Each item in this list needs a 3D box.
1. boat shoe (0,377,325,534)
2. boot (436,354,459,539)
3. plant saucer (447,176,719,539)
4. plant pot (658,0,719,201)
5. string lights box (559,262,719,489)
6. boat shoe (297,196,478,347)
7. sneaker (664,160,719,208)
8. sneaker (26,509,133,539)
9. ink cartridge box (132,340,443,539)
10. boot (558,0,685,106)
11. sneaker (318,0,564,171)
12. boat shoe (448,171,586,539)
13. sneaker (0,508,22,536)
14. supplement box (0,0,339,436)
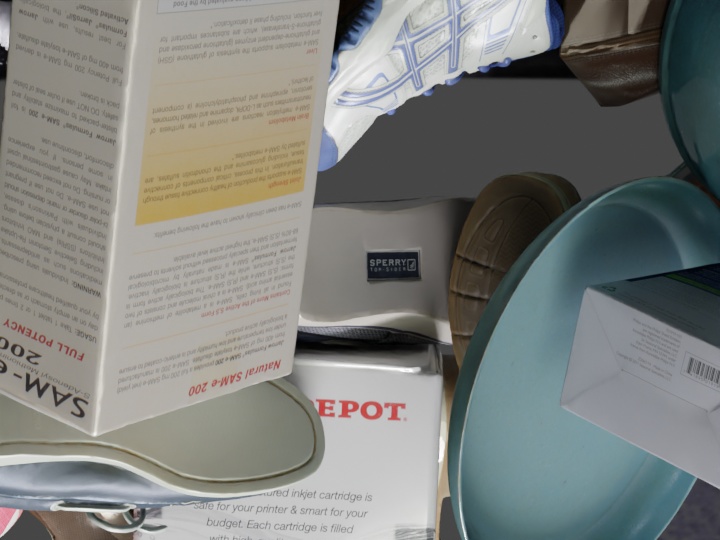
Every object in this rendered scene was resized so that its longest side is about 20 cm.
[{"bbox_3d":[-0.115,0.078,0.943,0.198,0.075,0.062,0,151,-23],"label":"boat shoe"},{"bbox_3d":[-0.005,0.130,1.133,0.106,0.075,0.202,-1,123,-11],"label":"boot"},{"bbox_3d":[0.103,0.052,0.946,0.199,0.027,0.202,-22,123,-39],"label":"plant saucer"},{"bbox_3d":[0.245,-0.056,0.875,0.198,0.188,0.202,-5,122,-8],"label":"plant pot"},{"bbox_3d":[0.193,0.039,0.938,0.199,0.102,0.060,-8,116,-45],"label":"string lights box"},{"bbox_3d":[0.000,0.000,1.024,0.092,0.076,0.199,-3,172,44],"label":"boat shoe"},{"bbox_3d":[0.144,0.009,1.062,0.071,0.080,0.201,21,121,-9],"label":"sneaker"},{"bbox_3d":[-0.122,0.153,1.132,0.075,0.071,0.201,-12,130,19],"label":"sneaker"},{"bbox_3d":[-0.036,0.134,1.032,0.144,0.084,0.202,3,98,1],"label":"ink cartridge box"},{"bbox_3d":[0.186,-0.096,0.982,0.198,0.064,0.188,-16,121,-6],"label":"boot"},{"bbox_3d":[0.041,-0.106,0.912,0.088,0.076,0.200,32,119,-15],"label":"sneaker"},{"bbox_3d":[0.089,0.040,1.007,0.066,0.074,0.202,-33,129,-46],"label":"boat shoe"},{"bbox_3d":[-0.168,0.068,0.992,0.073,0.087,0.201,22,117,-3],"label":"sneaker"},{"bbox_3d":[-0.081,-0.048,0.864,0.126,0.073,0.202,-14,117,-51],"label":"supplement box"}]
